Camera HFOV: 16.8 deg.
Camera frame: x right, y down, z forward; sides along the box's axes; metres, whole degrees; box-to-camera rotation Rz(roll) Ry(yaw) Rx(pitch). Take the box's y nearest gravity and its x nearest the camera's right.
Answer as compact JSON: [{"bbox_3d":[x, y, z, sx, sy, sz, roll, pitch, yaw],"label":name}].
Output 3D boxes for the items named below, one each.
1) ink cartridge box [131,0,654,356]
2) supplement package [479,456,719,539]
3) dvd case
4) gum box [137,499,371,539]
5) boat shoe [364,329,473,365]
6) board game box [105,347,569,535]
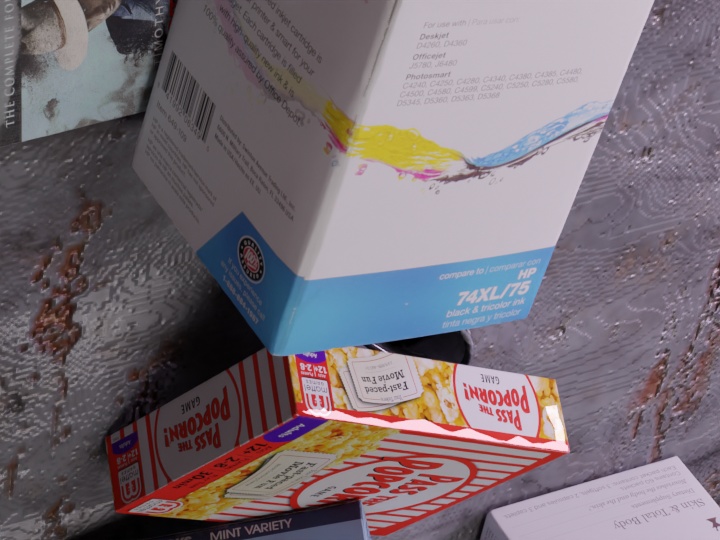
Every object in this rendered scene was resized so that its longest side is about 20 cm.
[{"bbox_3d":[0.012,-0.091,1.080,0.146,0.147,0.200,-7,132,-34],"label":"ink cartridge box"},{"bbox_3d":[0.178,0.250,1.526,0.152,0.200,0.151,-13,135,-27],"label":"supplement package"},{"bbox_3d":[-0.076,-0.138,1.101,0.200,0.022,0.146,-15,136,-24],"label":"dvd case"},{"bbox_3d":[-0.066,0.217,1.388,0.170,0.045,0.200,-10,139,2],"label":"gum box"},{"bbox_3d":[0.000,0.000,1.255,0.072,0.068,0.200,-39,141,3],"label":"boat shoe"},{"bbox_3d":[-0.011,0.092,1.305,0.200,0.046,0.151,10,151,-42],"label":"board game box"}]
